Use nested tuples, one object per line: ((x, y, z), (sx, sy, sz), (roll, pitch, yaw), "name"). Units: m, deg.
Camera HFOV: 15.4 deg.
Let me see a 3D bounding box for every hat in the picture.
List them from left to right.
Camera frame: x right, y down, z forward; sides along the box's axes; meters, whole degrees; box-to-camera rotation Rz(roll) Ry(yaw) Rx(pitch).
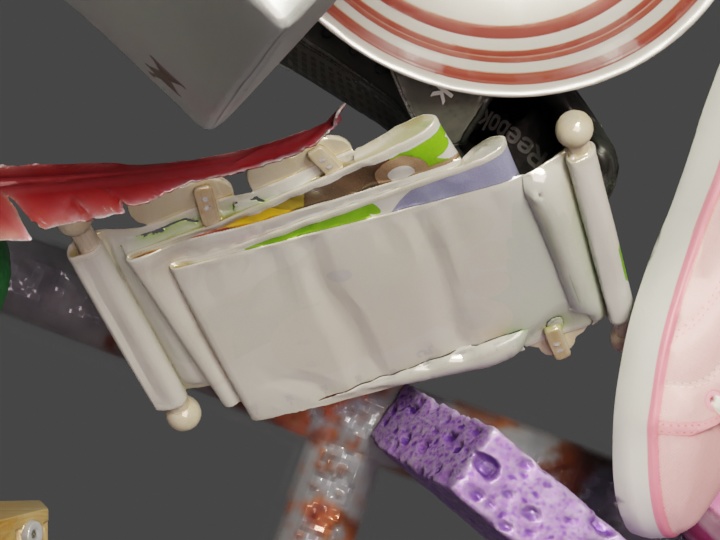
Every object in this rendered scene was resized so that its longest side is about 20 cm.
((-0.145, -0.026, 0.901), (0.200, 0.166, 0.176), (38, 72, 4), "hat")

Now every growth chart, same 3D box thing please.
((0.000, 0.000, 0.946), (0.198, 0.018, 0.145), (-11, 136, 1), "growth chart")

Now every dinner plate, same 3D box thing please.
((0.047, -0.158, 0.936), (0.199, 0.024, 0.202), (2, 81, -11), "dinner plate")

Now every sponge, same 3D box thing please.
((0.097, 0.120, 0.991), (0.200, 0.112, 0.030), (40, 84, -15), "sponge")

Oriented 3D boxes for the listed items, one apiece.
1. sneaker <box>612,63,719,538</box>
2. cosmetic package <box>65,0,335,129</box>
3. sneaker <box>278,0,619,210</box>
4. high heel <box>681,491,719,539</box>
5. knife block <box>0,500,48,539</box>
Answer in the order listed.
((0.164, 0.010, 0.985), (0.104, 0.075, 0.202), (14, 78, 25), "sneaker")
((-0.031, -0.181, 0.827), (0.167, 0.166, 0.200), (43, 77, -4), "cosmetic package")
((0.020, -0.081, 0.962), (0.200, 0.090, 0.067), (37, 85, -15), "sneaker")
((0.215, 0.063, 1.036), (0.200, 0.067, 0.096), (-43, 100, -5), "high heel")
((-0.230, 0.118, 0.941), (0.200, 0.174, 0.065), (-9, 102, -59), "knife block")
